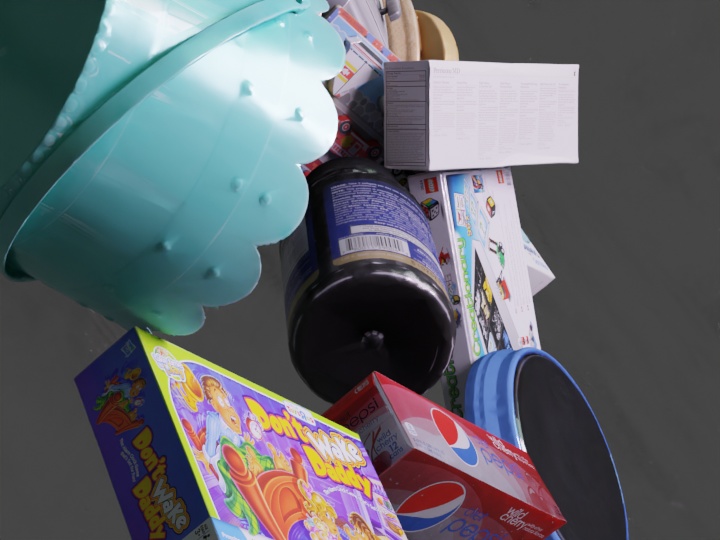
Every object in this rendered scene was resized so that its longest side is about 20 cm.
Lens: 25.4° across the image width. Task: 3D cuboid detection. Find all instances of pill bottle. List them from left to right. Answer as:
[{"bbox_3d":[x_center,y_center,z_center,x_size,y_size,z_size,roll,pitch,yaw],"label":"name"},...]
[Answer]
[{"bbox_3d":[0.000,0.000,1.112,0.112,0.112,0.200,44,17,-24],"label":"pill bottle"}]

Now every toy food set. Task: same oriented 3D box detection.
[{"bbox_3d":[0.004,-0.161,1.356,0.048,0.200,0.198,6,40,-30],"label":"toy food set"}]

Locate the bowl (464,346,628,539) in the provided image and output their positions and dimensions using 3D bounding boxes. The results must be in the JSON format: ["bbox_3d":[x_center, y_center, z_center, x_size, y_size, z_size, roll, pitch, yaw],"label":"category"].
[{"bbox_3d":[0.146,0.152,1.210,0.201,0.039,0.201,45,33,-39],"label":"bowl"}]

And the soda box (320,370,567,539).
[{"bbox_3d":[0.050,0.134,1.023,0.200,0.070,0.064,32,23,-50],"label":"soda box"}]

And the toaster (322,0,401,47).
[{"bbox_3d":[-0.071,-0.192,1.260,0.129,0.199,0.114,48,28,-55],"label":"toaster"}]

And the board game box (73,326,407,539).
[{"bbox_3d":[-0.047,0.122,0.818,0.200,0.045,0.135,32,24,-50],"label":"board game box"}]

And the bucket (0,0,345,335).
[{"bbox_3d":[-0.122,-0.080,0.787,0.134,0.207,0.208,25,28,-37],"label":"bucket"}]

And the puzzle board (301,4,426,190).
[{"bbox_3d":[-0.009,-0.098,1.238,0.200,0.151,0.017,35,14,-45],"label":"puzzle board"}]

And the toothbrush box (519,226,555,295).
[{"bbox_3d":[0.082,-0.056,1.532,0.200,0.085,0.146,57,15,22],"label":"toothbrush box"}]

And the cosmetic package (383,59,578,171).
[{"bbox_3d":[0.097,-0.123,1.252,0.200,0.050,0.083,-6,100,-49],"label":"cosmetic package"}]

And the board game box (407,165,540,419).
[{"bbox_3d":[0.097,0.017,1.282,0.126,0.034,0.201,-10,90,-59],"label":"board game box"}]
